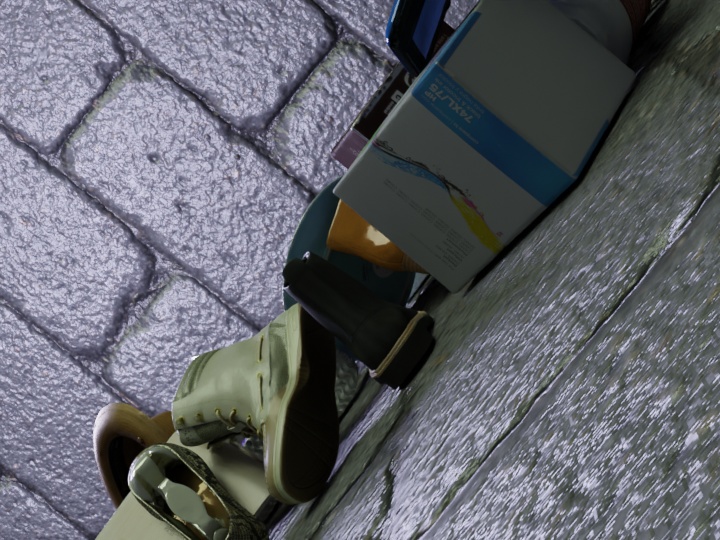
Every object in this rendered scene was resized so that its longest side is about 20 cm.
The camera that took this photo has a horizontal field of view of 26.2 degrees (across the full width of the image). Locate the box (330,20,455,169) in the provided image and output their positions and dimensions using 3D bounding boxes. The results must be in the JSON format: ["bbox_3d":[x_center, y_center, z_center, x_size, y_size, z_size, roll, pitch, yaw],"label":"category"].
[{"bbox_3d":[0.084,-0.160,1.791,0.167,0.164,0.200,-53,4,-9],"label":"box"}]

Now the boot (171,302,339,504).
[{"bbox_3d":[-0.098,0.135,1.370,0.153,0.072,0.202,-24,44,28],"label":"boot"}]

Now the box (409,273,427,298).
[{"bbox_3d":[0.092,-0.053,1.665,0.201,0.041,0.039,-53,4,8],"label":"box"}]

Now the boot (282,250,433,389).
[{"bbox_3d":[-0.008,0.031,1.374,0.078,0.138,0.200,-52,3,-5],"label":"boot"}]

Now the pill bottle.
[{"bbox_3d":[0.199,-0.226,1.411,0.112,0.112,0.200,-49,4,33],"label":"pill bottle"}]

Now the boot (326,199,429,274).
[{"bbox_3d":[0.061,-0.082,1.485,0.202,0.142,0.071,-59,-24,-34],"label":"boot"}]

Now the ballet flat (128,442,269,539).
[{"bbox_3d":[-0.157,0.197,1.362,0.199,0.075,0.068,31,83,43],"label":"ballet flat"}]

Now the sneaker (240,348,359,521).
[{"bbox_3d":[-0.079,0.162,1.538,0.201,0.069,0.100,-53,2,-11],"label":"sneaker"}]

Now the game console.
[{"bbox_3d":[0.109,-0.244,1.323,0.200,0.117,0.173,8,-79,-81],"label":"game console"}]

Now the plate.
[{"bbox_3d":[0.000,0.000,1.550,0.025,0.201,0.201,16,61,41],"label":"plate"}]

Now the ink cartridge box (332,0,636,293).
[{"bbox_3d":[0.102,-0.113,1.307,0.147,0.146,0.200,-55,4,-39],"label":"ink cartridge box"}]

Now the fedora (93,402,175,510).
[{"bbox_3d":[-0.190,0.211,1.590,0.082,0.201,0.201,-34,-8,-37],"label":"fedora"}]

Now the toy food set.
[{"bbox_3d":[-0.157,0.248,1.420,0.143,0.060,0.201,26,75,41],"label":"toy food set"}]

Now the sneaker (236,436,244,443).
[{"bbox_3d":[-0.108,0.166,1.661,0.198,0.071,0.099,-27,8,20],"label":"sneaker"}]

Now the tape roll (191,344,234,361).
[{"bbox_3d":[-0.088,0.087,1.709,0.200,0.038,0.203,-14,0,0],"label":"tape roll"}]
